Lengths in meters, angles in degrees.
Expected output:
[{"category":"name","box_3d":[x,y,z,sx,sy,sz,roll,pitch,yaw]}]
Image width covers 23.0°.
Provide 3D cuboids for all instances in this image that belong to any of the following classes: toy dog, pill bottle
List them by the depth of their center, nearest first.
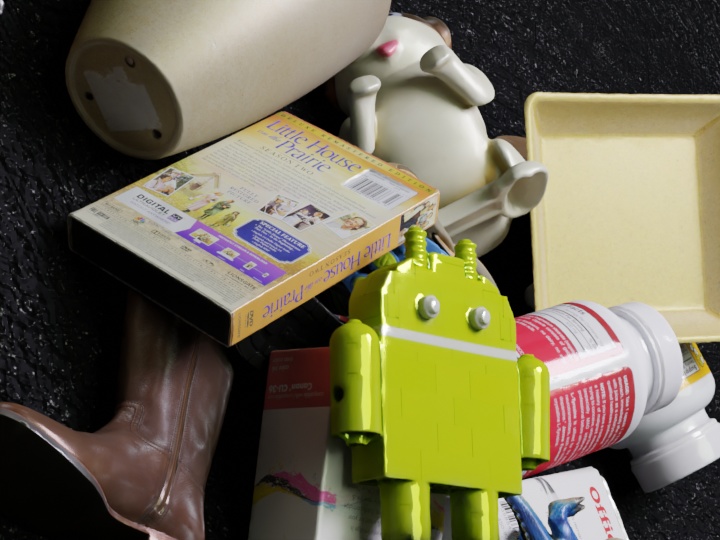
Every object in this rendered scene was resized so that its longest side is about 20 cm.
[{"category":"pill bottle","box_3d":[0.136,0.086,1.299,0.199,0.112,0.113,-15,75,-32]},{"category":"toy dog","box_3d":[0.053,-0.114,1.385,0.201,0.139,0.194,64,11,17]},{"category":"pill bottle","box_3d":[0.230,0.080,1.497,0.113,0.113,0.201,-18,79,-57]}]

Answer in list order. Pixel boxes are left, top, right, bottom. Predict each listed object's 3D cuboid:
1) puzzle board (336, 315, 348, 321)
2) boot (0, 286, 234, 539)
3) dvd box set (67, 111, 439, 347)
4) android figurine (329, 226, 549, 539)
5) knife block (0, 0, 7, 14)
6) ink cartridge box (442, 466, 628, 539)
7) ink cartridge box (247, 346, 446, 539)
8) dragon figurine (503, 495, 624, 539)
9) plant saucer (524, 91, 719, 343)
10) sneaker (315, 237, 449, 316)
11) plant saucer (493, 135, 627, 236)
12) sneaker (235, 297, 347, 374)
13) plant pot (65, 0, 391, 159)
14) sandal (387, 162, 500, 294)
[{"category":"puzzle board","box_3d":[0.048,0.052,1.361,0.200,0.017,0.151,32,41,-37]},{"category":"boot","box_3d":[-0.144,0.068,1.039,0.187,0.064,0.201,51,34,-37]},{"category":"dvd box set","box_3d":[-0.066,-0.033,1.135,0.146,0.030,0.200,29,41,29]},{"category":"android figurine","box_3d":[0.050,0.074,1.102,0.181,0.041,0.201,15,70,-40]},{"category":"knife block","box_3d":[-0.241,-0.174,0.999,0.064,0.175,0.201,39,37,-29]},{"category":"ink cartridge box","box_3d":[0.114,0.228,1.244,0.200,0.083,0.147,0,65,-53]},{"category":"ink cartridge box","box_3d":[-0.008,0.158,1.113,0.116,0.067,0.201,20,71,-43]},{"category":"dragon figurine","box_3d":[0.133,0.207,1.155,0.200,0.059,0.100,42,37,-27]},{"category":"plant saucer","box_3d":[0.218,-0.040,1.426,0.199,0.048,0.201,-1,86,-19]},{"category":"sneaker","box_3d":[0.000,0.000,1.213,0.199,0.071,0.083,27,-9,21]},{"category":"plant saucer","box_3d":[0.192,-0.073,1.538,0.199,0.030,0.200,19,16,-6]},{"category":"sneaker","box_3d":[-0.035,0.048,1.198,0.088,0.076,0.200,44,-4,45]},{"category":"plant pot","box_3d":[-0.106,-0.167,1.203,0.188,0.187,0.200,50,48,-13]},{"category":"sandal","box_3d":[0.048,0.004,1.276,0.200,0.080,0.054,56,4,-43]}]
